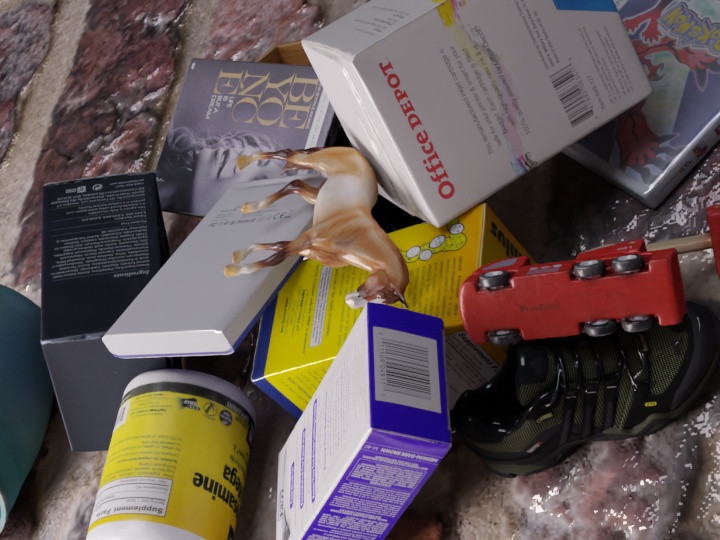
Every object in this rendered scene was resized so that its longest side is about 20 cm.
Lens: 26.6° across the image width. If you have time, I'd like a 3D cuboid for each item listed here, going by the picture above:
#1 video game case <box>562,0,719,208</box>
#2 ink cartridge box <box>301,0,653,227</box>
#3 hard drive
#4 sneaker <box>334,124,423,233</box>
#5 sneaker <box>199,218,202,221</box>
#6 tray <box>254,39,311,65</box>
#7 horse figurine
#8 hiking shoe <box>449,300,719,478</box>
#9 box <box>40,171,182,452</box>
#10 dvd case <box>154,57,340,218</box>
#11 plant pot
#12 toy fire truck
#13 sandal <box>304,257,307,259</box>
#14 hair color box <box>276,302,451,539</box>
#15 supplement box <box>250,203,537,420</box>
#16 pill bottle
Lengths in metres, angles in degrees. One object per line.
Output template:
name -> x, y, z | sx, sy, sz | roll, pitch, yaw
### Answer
video game case -> 0.233, -0.158, 1.228 | 0.182, 0.023, 0.200 | -47, 40, -1
ink cartridge box -> 0.084, -0.155, 1.160 | 0.200, 0.147, 0.145 | -31, 20, -9
hard drive -> -0.103, -0.007, 1.216 | 0.132, 0.025, 0.200 | -4, 37, 38
sneaker -> -0.008, -0.075, 1.309 | 0.200, 0.071, 0.099 | 3, 36, 38
sneaker -> -0.094, -0.112, 1.418 | 0.200, 0.090, 0.070 | -27, 43, 22
tray -> -0.026, -0.194, 1.446 | 0.200, 0.037, 0.099 | -6, 29, 39
horse figurine -> -0.031, -0.045, 1.155 | 0.132, 0.050, 0.200 | -7, 39, 6
hiking shoe -> 0.150, 0.077, 1.036 | 0.200, 0.101, 0.076 | -32, 54, 19
box -> -0.217, 0.035, 1.337 | 0.104, 0.148, 0.200 | -7, 44, -4
dvd case -> -0.103, -0.115, 1.356 | 0.200, 0.016, 0.149 | 10, 80, 40
plant pot -> -0.371, 0.118, 1.403 | 0.200, 0.200, 0.188 | -12, 35, 34
toy fire truck -> 0.178, 0.001, 1.040 | 0.200, 0.049, 0.141 | -7, 13, 21
sandal -> -0.005, 0.001, 1.275 | 0.202, 0.082, 0.050 | 8, 106, 42
hair color box -> -0.002, 0.128, 1.081 | 0.200, 0.065, 0.109 | 121, 156, -45
supplement box -> 0.033, 0.045, 1.164 | 0.200, 0.109, 0.110 | -16, 48, 30
pill bottle -> -0.152, 0.188, 1.201 | 0.112, 0.112, 0.200 | -15, 49, 31
